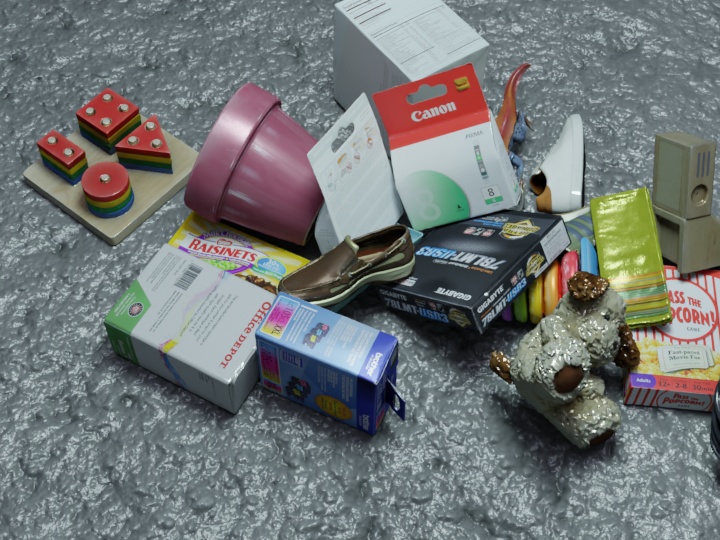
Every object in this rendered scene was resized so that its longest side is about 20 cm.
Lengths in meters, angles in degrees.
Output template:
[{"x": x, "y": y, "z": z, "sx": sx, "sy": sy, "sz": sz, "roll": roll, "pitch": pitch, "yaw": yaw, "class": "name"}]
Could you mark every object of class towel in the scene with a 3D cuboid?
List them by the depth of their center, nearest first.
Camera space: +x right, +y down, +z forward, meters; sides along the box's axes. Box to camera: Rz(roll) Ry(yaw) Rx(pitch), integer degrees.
[{"x": 0.363, "y": -0.017, "z": 1.429, "sx": 0.085, "sy": 0.018, "sz": 0.203, "roll": -10, "pitch": 62, "yaw": 15, "class": "towel"}]

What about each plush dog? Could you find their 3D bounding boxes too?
[{"x": 0.265, "y": 0.093, "z": 1.314, "sx": 0.172, "sy": 0.201, "sz": 0.160, "roll": -47, "pitch": 43, "yaw": -10, "class": "plush dog"}]

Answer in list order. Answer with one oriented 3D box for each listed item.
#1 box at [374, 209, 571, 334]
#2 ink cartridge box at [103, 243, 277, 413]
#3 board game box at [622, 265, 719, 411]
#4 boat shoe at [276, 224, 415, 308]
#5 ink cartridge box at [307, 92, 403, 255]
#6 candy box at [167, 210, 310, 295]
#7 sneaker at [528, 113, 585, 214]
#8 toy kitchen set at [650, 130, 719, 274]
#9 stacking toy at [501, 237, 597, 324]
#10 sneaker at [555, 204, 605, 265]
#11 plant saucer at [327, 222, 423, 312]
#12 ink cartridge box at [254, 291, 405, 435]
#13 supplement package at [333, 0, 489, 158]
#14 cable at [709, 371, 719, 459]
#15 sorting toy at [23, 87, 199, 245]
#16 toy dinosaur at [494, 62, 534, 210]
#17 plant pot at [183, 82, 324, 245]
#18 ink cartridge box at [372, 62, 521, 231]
[{"x": 0.149, "y": -0.009, "z": 1.425, "sx": 0.198, "sy": 0.050, "sz": 0.199, "roll": -39, "pitch": 29, "yaw": -26, "class": "box"}, {"x": -0.211, "y": 0.075, "z": 1.392, "sx": 0.197, "sy": 0.085, "sz": 0.146, "roll": 24, "pitch": 57, "yaw": 16, "class": "ink cartridge box"}, {"x": 0.425, "y": 0.088, "z": 1.418, "sx": 0.148, "sy": 0.047, "sz": 0.203, "roll": 5, "pitch": 54, "yaw": 2, "class": "board game box"}, {"x": -0.020, "y": -0.013, "z": 1.381, "sx": 0.200, "sy": 0.076, "sz": 0.075, "roll": -21, "pitch": 42, "yaw": -25, "class": "boat shoe"}, {"x": -0.017, "y": -0.116, "z": 1.452, "sx": 0.047, "sy": 0.202, "sz": 0.161, "roll": 4, "pitch": 40, "yaw": 34, "class": "ink cartridge box"}, {"x": -0.178, "y": -0.009, "z": 1.491, "sx": 0.197, "sy": 0.027, "sz": 0.103, "roll": 22, "pitch": 53, "yaw": 14, "class": "candy box"}, {"x": 0.295, "y": -0.163, "z": 1.585, "sx": 0.083, "sy": 0.074, "sz": 0.202, "roll": -2, "pitch": 44, "yaw": 17, "class": "sneaker"}, {"x": 0.520, "y": -0.090, "z": 1.424, "sx": 0.197, "sy": 0.184, "sz": 0.163, "roll": -11, "pitch": 22, "yaw": -19, "class": "toy kitchen set"}, {"x": 0.222, "y": 0.030, "z": 1.434, "sx": 0.196, "sy": 0.117, "sz": 0.111, "roll": -1, "pitch": 50, "yaw": 13, "class": "stacking toy"}, {"x": 0.306, "y": -0.037, "z": 1.498, "sx": 0.196, "sy": 0.068, "sz": 0.091, "roll": -8, "pitch": 56, "yaw": -2, "class": "sneaker"}, {"x": 0.000, "y": 0.000, "z": 1.480, "sx": 0.199, "sy": 0.019, "sz": 0.069, "roll": -39, "pitch": 39, "yaw": -25, "class": "plant saucer"}, {"x": -0.027, "y": 0.123, "z": 1.327, "sx": 0.197, "sy": 0.137, "sz": 0.077, "roll": 19, "pitch": 57, "yaw": 13, "class": "ink cartridge box"}, {"x": 0.072, "y": -0.300, "z": 1.606, "sx": 0.146, "sy": 0.193, "sz": 0.200, "roll": -29, "pitch": 59, "yaw": -22, "class": "supplement package"}, {"x": 0.493, "y": 0.156, "z": 1.308, "sx": 0.050, "sy": 0.165, "sz": 0.200, "roll": 10, "pitch": 45, "yaw": 49, "class": "cable"}, {"x": -0.369, "y": -0.168, "z": 1.576, "sx": 0.197, "sy": 0.070, "sz": 0.200, "roll": 33, "pitch": 59, "yaw": 21, "class": "sorting toy"}, {"x": 0.191, "y": -0.190, "z": 1.562, "sx": 0.103, "sy": 0.204, "sz": 0.181, "roll": 2, "pitch": 20, "yaw": 19, "class": "toy dinosaur"}, {"x": -0.126, "y": -0.134, "z": 1.494, "sx": 0.177, "sy": 0.201, "sz": 0.201, "roll": 29, "pitch": 57, "yaw": 0, "class": "plant pot"}, {"x": 0.114, "y": -0.164, "z": 1.457, "sx": 0.159, "sy": 0.202, "sz": 0.050, "roll": -13, "pitch": 28, "yaw": 26, "class": "ink cartridge box"}]
